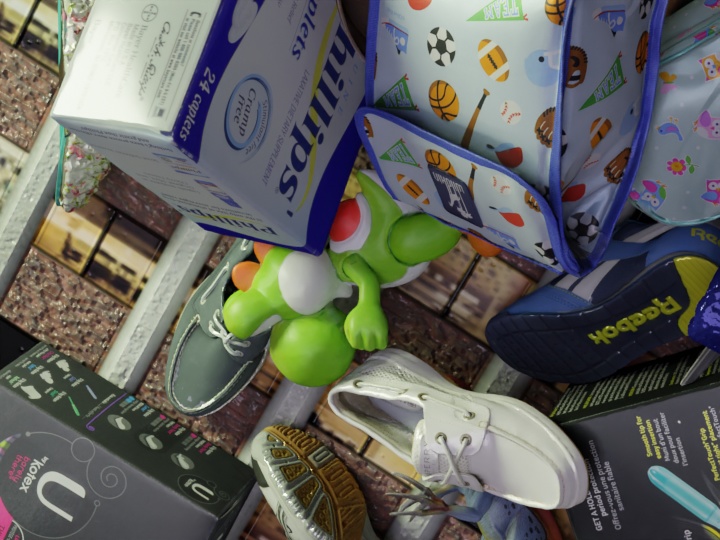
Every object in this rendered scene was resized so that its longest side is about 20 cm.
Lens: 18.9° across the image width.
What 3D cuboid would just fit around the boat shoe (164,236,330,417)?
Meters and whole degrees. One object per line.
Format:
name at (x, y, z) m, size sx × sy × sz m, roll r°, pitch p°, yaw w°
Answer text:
boat shoe at (-0.090, 0.027, 1.561) m, size 0.073 × 0.062 × 0.200 m, roll 36°, pitch 109°, yaw 6°

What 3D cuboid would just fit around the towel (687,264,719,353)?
towel at (0.320, 0.025, 1.339) m, size 0.200 × 0.050 × 0.148 m, roll 29°, pitch 91°, yaw 5°

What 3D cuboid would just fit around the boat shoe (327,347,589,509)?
boat shoe at (0.061, 0.117, 1.443) m, size 0.200 × 0.069 × 0.071 m, roll 22°, pitch 125°, yaw 38°

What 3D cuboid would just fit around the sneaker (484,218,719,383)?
sneaker at (0.175, 0.017, 1.488) m, size 0.200 × 0.082 × 0.074 m, roll -22°, pitch 123°, yaw 36°

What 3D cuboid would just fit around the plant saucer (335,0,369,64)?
plant saucer at (0.054, -0.218, 1.418) m, size 0.034 × 0.200 × 0.201 m, roll 30°, pitch 114°, yaw 47°

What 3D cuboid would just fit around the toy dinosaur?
toy dinosaur at (0.097, 0.164, 1.557) m, size 0.199 × 0.105 × 0.182 m, roll -1°, pitch 94°, yaw -19°

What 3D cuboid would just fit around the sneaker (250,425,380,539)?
sneaker at (-0.027, 0.209, 1.582) m, size 0.200 × 0.076 × 0.088 m, roll 53°, pitch 129°, yaw 9°

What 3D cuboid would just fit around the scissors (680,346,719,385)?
scissors at (0.275, -0.004, 1.425) m, size 0.200 × 0.014 × 0.073 m, roll -32°, pitch 106°, yaw -15°

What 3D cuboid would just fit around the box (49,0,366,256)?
box at (-0.080, -0.134, 1.407) m, size 0.105 × 0.200 × 0.185 m, roll 12°, pitch 76°, yaw 31°

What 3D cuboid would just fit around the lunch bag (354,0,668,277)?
lunch bag at (0.089, -0.110, 1.354) m, size 0.170 × 0.124 × 0.201 m, roll 26°, pitch 122°, yaw 38°

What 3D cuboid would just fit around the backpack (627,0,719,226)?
backpack at (0.247, -0.118, 1.402) m, size 0.200 × 0.127 × 0.167 m, roll -27°, pitch 98°, yaw 23°

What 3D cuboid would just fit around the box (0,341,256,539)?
box at (-0.197, 0.162, 1.599) m, size 0.200 × 0.106 × 0.123 m, roll 30°, pitch 109°, yaw 6°

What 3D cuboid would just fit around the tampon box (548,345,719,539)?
tampon box at (0.246, 0.134, 1.461) m, size 0.199 × 0.126 × 0.150 m, roll -16°, pitch 97°, yaw 19°

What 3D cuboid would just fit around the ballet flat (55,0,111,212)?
ballet flat at (-0.187, -0.137, 1.547) m, size 0.064 × 0.076 × 0.201 m, roll 3°, pitch 108°, yaw -2°

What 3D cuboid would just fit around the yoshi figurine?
yoshi figurine at (0.006, 0.011, 1.491) m, size 0.199 × 0.112 × 0.112 m, roll -28°, pitch 63°, yaw 0°
